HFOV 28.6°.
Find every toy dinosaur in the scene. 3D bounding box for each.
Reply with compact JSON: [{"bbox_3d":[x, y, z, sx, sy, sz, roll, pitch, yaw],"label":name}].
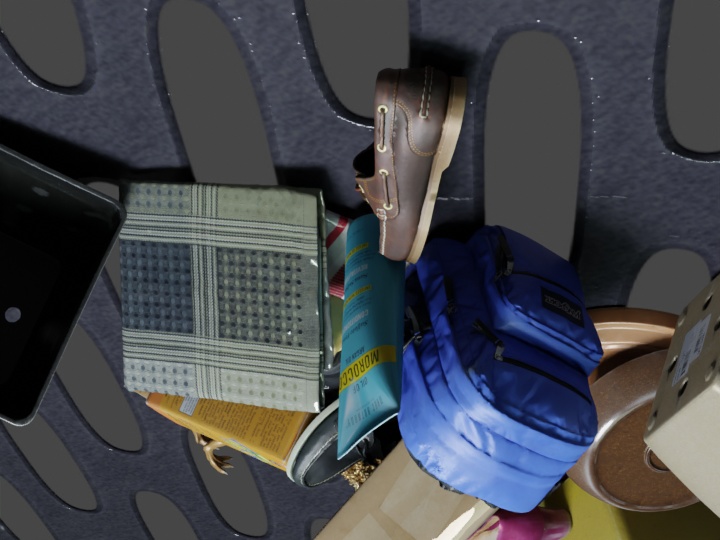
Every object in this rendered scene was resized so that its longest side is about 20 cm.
[{"bbox_3d":[-0.167,0.165,1.578,0.197,0.061,0.107,10,127,-7],"label":"toy dinosaur"}]

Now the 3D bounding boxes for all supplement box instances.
[{"bbox_3d":[-0.122,0.146,1.433,0.198,0.069,0.067,15,163,36],"label":"supplement box"}]

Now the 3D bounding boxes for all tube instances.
[{"bbox_3d":[0.010,0.047,1.113,0.050,0.202,0.077,22,137,-22],"label":"tube"}]

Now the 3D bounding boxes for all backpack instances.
[{"bbox_3d":[0.106,0.077,1.139,0.161,0.201,0.168,22,126,-21],"label":"backpack"}]

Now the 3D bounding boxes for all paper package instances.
[{"bbox_3d":[0.070,0.207,1.309,0.103,0.190,0.201,44,113,11],"label":"paper package"}]

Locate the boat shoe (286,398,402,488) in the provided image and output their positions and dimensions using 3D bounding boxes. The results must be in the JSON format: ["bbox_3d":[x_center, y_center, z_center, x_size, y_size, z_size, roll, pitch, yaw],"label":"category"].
[{"bbox_3d":[0.017,0.149,1.338,0.199,0.066,0.075,-39,143,1],"label":"boat shoe"}]

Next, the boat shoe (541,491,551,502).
[{"bbox_3d":[0.157,0.243,1.487,0.072,0.066,0.199,18,180,27],"label":"boat shoe"}]

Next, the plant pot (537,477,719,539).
[{"bbox_3d":[0.287,0.314,1.428,0.198,0.178,0.200,4,143,-29],"label":"plant pot"}]

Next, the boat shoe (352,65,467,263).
[{"bbox_3d":[0.029,-0.079,1.052,0.069,0.071,0.201,6,142,-4],"label":"boat shoe"}]

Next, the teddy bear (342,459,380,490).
[{"bbox_3d":[-0.001,0.198,1.502,0.198,0.067,0.145,14,-162,-33],"label":"teddy bear"}]

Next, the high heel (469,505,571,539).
[{"bbox_3d":[0.116,0.285,1.414,0.095,0.068,0.199,9,150,-38],"label":"high heel"}]

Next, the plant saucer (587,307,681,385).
[{"bbox_3d":[0.255,0.097,1.307,0.197,0.033,0.201,9,150,5],"label":"plant saucer"}]

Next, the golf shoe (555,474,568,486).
[{"bbox_3d":[0.139,0.151,1.422,0.197,0.078,0.089,10,134,-5],"label":"golf shoe"}]

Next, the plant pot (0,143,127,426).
[{"bbox_3d":[-0.336,0.007,1.214,0.198,0.202,0.177,26,166,-10],"label":"plant pot"}]

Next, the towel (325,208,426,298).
[{"bbox_3d":[0.000,0.000,1.248,0.198,0.023,0.144,20,148,-16],"label":"towel"}]

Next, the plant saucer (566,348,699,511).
[{"bbox_3d":[0.278,0.153,1.272,0.197,0.035,0.202,-5,130,-6],"label":"plant saucer"}]

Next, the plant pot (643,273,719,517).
[{"bbox_3d":[0.343,0.096,1.125,0.175,0.201,0.200,26,150,-3],"label":"plant pot"}]

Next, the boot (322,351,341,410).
[{"bbox_3d":[-0.071,0.083,1.381,0.163,0.066,0.200,26,167,16],"label":"boot"}]

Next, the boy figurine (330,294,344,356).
[{"bbox_3d":[-0.092,0.043,1.240,0.197,0.065,0.126,11,123,19],"label":"boy figurine"}]

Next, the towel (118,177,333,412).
[{"bbox_3d":[-0.114,0.019,1.191,0.197,0.195,0.034,6,-166,22],"label":"towel"}]
